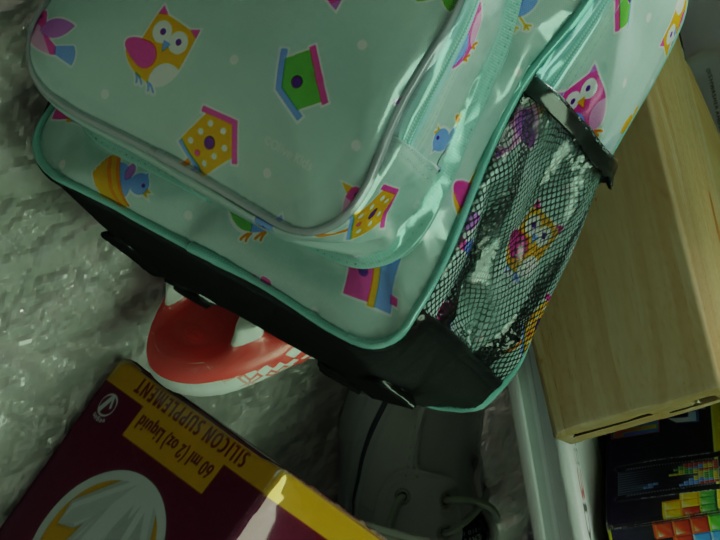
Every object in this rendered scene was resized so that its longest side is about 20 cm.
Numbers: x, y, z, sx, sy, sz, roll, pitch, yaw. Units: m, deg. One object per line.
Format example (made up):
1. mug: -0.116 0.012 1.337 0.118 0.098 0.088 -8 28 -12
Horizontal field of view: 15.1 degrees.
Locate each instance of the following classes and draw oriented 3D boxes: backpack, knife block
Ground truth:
1. backpack: 0.004 -0.081 0.873 0.200 0.176 0.153 -56 149 -10
2. knife block: 0.076 -0.063 0.962 0.176 0.064 0.200 61 23 -27

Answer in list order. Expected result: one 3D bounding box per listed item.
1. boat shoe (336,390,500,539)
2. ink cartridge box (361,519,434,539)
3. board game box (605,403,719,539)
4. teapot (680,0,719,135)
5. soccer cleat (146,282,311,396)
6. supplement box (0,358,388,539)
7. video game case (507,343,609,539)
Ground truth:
1. boat shoe: 0.029 0.103 1.129 0.074 0.067 0.200 -13 125 -45
2. ink cartridge box: -0.022 0.200 1.029 0.200 0.146 0.084 -66 151 -18
3. board game box: 0.139 0.125 1.098 0.200 0.057 0.166 -76 156 -67
4. teapot: 0.183 -0.055 1.090 0.146 0.197 0.200 -1 119 -49
5. soccer cleat: 0.000 0.000 1.018 0.200 0.069 0.085 -40 142 -34
6. supplement box: -0.090 0.148 0.972 0.200 0.110 0.086 -55 132 -5
7. video game case: 0.085 0.077 1.066 0.200 0.022 0.183 29 51 -78
